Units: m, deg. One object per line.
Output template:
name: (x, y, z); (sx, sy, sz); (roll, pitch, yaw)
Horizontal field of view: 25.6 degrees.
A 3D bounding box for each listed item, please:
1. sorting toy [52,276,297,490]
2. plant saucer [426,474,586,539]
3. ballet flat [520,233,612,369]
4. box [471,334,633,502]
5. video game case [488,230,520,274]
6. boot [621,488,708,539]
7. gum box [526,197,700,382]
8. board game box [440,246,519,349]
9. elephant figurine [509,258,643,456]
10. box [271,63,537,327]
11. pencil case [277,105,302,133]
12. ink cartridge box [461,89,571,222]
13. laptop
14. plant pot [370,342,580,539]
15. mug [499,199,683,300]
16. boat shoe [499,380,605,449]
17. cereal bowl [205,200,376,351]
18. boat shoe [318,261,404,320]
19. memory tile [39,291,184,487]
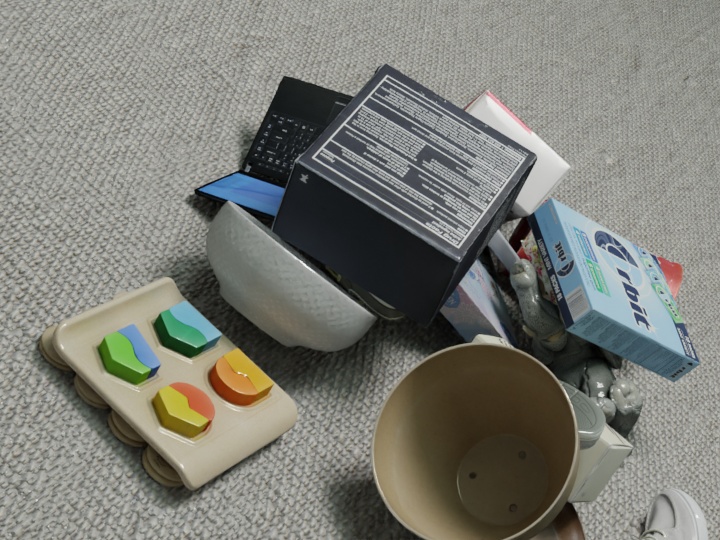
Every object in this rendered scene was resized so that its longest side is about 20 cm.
sorting toy: (-0.169, 0.098, 1.509); (0.200, 0.036, 0.185); (46, 33, 12)
plant saucer: (0.146, 0.257, 1.643); (0.200, 0.032, 0.200); (25, 34, -19)
ballet flat: (0.248, 0.037, 1.909); (0.076, 0.064, 0.200); (-25, 98, -53)
box: (0.188, 0.158, 1.709); (0.200, 0.082, 0.068); (42, 15, 28)
video game case: (0.121, -0.092, 1.907); (0.200, 0.022, 0.182); (47, 7, -49)
boot: (0.321, 0.302, 1.710); (0.096, 0.074, 0.200); (30, 34, -23)
gum box: (0.292, 0.023, 1.825); (0.200, 0.045, 0.170); (26, 36, -38)
board game box: (0.110, -0.008, 1.844); (0.200, 0.043, 0.199); (49, 19, -41)
elephant figurine: (0.243, 0.101, 1.822); (0.141, 0.155, 0.200); (-5, 58, -18)
box: (0.045, -0.081, 1.673); (0.200, 0.123, 0.198); (32, 47, 8)
pencil case: (-0.025, -0.104, 1.883); (0.200, 0.089, 0.078); (51, 4, 19)
ink cartridge box: (0.168, -0.140, 1.999); (0.148, 0.086, 0.200); (41, -3, -4)
laptop: (-0.061, -0.132, 1.797); (0.177, 0.200, 0.103); (19, -14, 18)
plant pot: (0.124, 0.186, 1.541); (0.200, 0.200, 0.134); (58, 3, 28)
mug: (0.284, 0.012, 1.986); (0.200, 0.133, 0.178); (30, 32, -6)
boat shoe: (0.161, 0.151, 1.651); (0.202, 0.065, 0.074); (10, 36, 28)
cereal bowl: (-0.083, 0.020, 1.638); (0.200, 0.083, 0.200); (37, 1, -1)
boat shoe: (0.003, 0.000, 1.754); (0.072, 0.060, 0.202); (0, 32, -28)
memory tile: (-0.200, 0.109, 1.514); (0.200, 0.017, 0.153); (45, 34, 12)
